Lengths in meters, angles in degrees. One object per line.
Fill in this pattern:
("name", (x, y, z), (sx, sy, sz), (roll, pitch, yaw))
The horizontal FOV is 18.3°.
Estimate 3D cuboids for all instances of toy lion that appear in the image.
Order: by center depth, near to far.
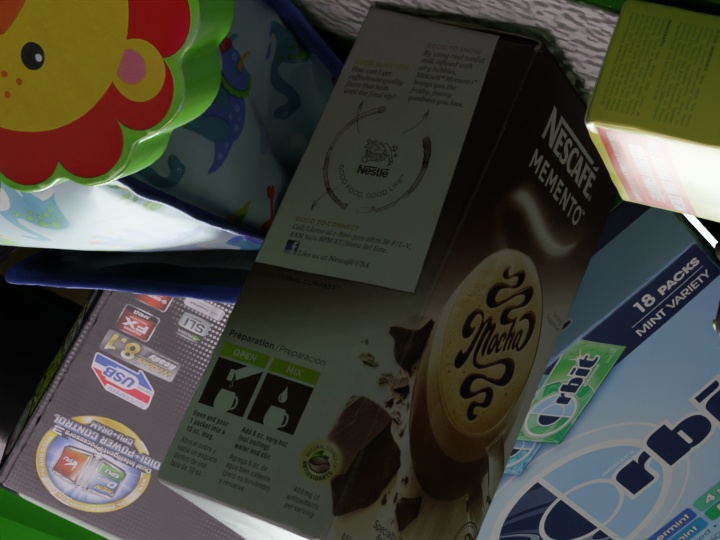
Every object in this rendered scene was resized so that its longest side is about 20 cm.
("toy lion", (-0.144, -0.108, 0.773), (0.200, 0.191, 0.069), (53, -151, 3))

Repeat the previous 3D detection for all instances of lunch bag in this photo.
("lunch bag", (-0.092, -0.054, 0.923), (0.169, 0.128, 0.200), (4, 168, 36))

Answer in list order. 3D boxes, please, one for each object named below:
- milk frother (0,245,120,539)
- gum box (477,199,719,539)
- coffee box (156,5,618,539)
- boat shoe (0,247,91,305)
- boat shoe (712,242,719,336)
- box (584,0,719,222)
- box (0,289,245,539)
("milk frother", (-0.146, 0.055, 1.229), (0.187, 0.181, 0.200), (24, 178, 4))
("gum box", (0.113, 0.070, 0.986), (0.200, 0.170, 0.045), (40, -166, -48))
("coffee box", (0.018, 0.017, 0.852), (0.079, 0.201, 0.113), (16, 165, 31))
("boat shoe", (-0.186, 0.024, 1.404), (0.200, 0.071, 0.070), (32, 158, -35))
("boat shoe", (0.206, 0.038, 0.935), (0.071, 0.061, 0.201), (6, 158, 43))
("box", (0.179, -0.036, 0.738), (0.199, 0.050, 0.075), (16, 165, 22))
("box", (-0.063, 0.082, 1.149), (0.199, 0.161, 0.044), (27, -153, -13))
